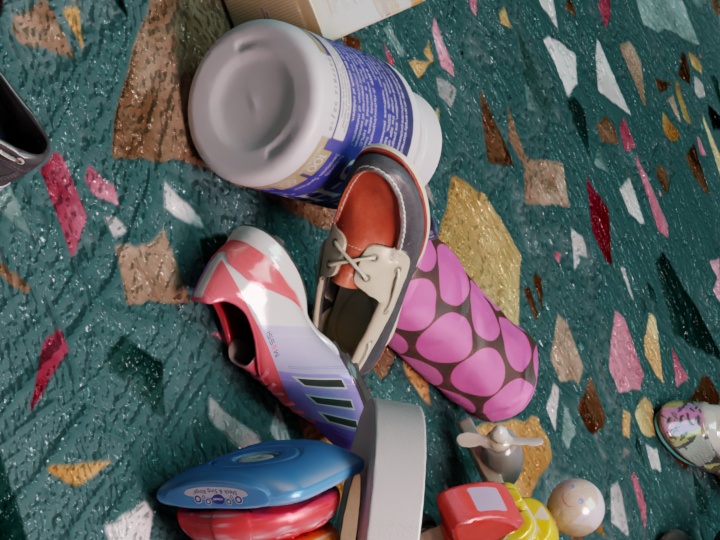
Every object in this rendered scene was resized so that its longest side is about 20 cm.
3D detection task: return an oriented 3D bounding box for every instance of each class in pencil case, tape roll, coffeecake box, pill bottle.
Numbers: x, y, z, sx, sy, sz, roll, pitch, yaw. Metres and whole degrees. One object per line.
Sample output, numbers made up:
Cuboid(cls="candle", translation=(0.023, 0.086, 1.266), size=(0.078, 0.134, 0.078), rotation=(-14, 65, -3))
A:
Cuboid(cls="pencil case", translation=(0.067, 0.035, 1.734), size=(0.200, 0.090, 0.094), rotation=(48, 37, -41))
Cuboid(cls="tape roll", translation=(0.008, 0.187, 1.464), size=(0.203, 0.037, 0.205), rotation=(-170, -90, -85))
Cuboid(cls="coffeecake box", translation=(-0.041, -0.257, 1.722), size=(0.200, 0.073, 0.155), rotation=(-33, 102, -61))
Cuboid(cls="pill bottle", translation=(-0.026, -0.108, 1.616), size=(0.199, 0.119, 0.121), rotation=(12, 64, -57))

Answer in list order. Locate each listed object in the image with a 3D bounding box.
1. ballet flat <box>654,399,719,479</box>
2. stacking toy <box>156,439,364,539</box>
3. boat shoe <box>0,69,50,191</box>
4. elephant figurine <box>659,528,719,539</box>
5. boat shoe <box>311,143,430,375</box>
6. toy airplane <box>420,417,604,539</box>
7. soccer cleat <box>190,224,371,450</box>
Cuboid(cls="ballet flat", translation=(0.369, 0.175, 2.194), size=(0.200, 0.071, 0.070), rotation=(37, 44, -46))
Cuboid(cls="stacking toy", translation=(-0.057, 0.219, 1.419), size=(0.110, 0.115, 0.202), rotation=(-18, 104, -59))
Cuboid(cls="boat shoe", translation=(-0.253, -0.132, 1.288), size=(0.201, 0.066, 0.070), rotation=(59, 31, -23))
Cuboid(cls="elephant figurine", translation=(0.340, 0.294, 2.034), size=(0.199, 0.142, 0.156), rotation=(5, 40, -43))
Cuboid(cls="boat shoe", translation=(0.000, 0.000, 1.573), size=(0.063, 0.071, 0.201), rotation=(-43, 154, -43))
Cuboid(cls="toy airplane", translation=(0.135, 0.217, 1.686), size=(0.201, 0.141, 0.199), rotation=(52, 12, -7))
Cuboid(cls="soccer cleat", translation=(-0.055, 0.063, 1.542), size=(0.073, 0.068, 0.201), rotation=(-47, 126, -28))
